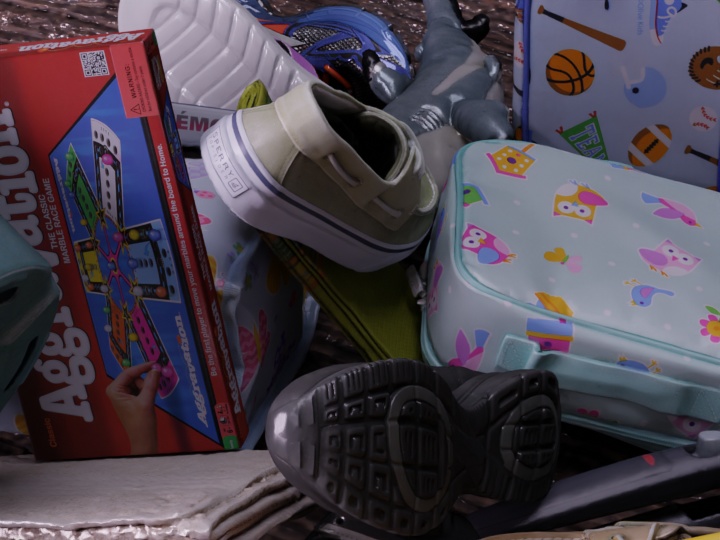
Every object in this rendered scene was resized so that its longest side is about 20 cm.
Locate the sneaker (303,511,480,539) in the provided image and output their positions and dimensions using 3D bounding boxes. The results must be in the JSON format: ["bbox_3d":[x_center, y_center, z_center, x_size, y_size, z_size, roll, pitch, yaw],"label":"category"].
[{"bbox_3d":[-0.023,0.148,1.089,0.200,0.074,0.087,-5,55,-15],"label":"sneaker"}]

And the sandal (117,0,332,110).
[{"bbox_3d":[-0.052,-0.097,1.415,0.203,0.082,0.050,38,27,4],"label":"sandal"}]

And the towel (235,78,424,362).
[{"bbox_3d":[0.000,0.000,1.222,0.018,0.200,0.086,-26,29,24],"label":"towel"}]

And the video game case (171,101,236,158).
[{"bbox_3d":[-0.154,-0.079,1.326,0.182,0.023,0.200,5,0,-33],"label":"video game case"}]

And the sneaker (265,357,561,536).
[{"bbox_3d":[0.010,0.074,1.098,0.091,0.076,0.200,5,-3,32],"label":"sneaker"}]

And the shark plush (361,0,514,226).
[{"bbox_3d":[0.038,-0.103,1.363,0.083,0.091,0.200,16,55,-7],"label":"shark plush"}]

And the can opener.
[{"bbox_3d":[0.141,0.109,1.163,0.200,0.063,0.079,-8,9,-6],"label":"can opener"}]

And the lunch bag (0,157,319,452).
[{"bbox_3d":[-0.109,0.005,1.252,0.170,0.127,0.200,6,28,10],"label":"lunch bag"}]

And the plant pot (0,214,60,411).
[{"bbox_3d":[-0.248,-0.004,1.073,0.196,0.200,0.200,39,48,14],"label":"plant pot"}]

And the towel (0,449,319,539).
[{"bbox_3d":[-0.124,0.110,1.121,0.200,0.034,0.133,-3,8,26],"label":"towel"}]

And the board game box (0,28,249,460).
[{"bbox_3d":[-0.120,-0.008,1.123,0.103,0.200,0.019,-4,25,17],"label":"board game box"}]

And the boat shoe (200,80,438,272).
[{"bbox_3d":[-0.002,-0.044,1.164,0.062,0.072,0.200,-27,-13,20],"label":"boat shoe"}]

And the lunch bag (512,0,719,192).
[{"bbox_3d":[0.162,-0.099,1.334,0.160,0.200,0.076,3,28,6],"label":"lunch bag"}]

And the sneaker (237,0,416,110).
[{"bbox_3d":[-0.050,-0.115,1.475,0.200,0.075,0.078,16,47,33],"label":"sneaker"}]

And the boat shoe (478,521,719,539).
[{"bbox_3d":[0.126,0.135,1.079,0.200,0.065,0.072,9,46,-23],"label":"boat shoe"}]

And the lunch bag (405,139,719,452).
[{"bbox_3d":[0.123,0.018,1.249,0.200,0.077,0.160,14,37,-7],"label":"lunch bag"}]

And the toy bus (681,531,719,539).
[{"bbox_3d":[0.084,0.216,0.978,0.192,0.136,0.200,-10,39,11],"label":"toy bus"}]
